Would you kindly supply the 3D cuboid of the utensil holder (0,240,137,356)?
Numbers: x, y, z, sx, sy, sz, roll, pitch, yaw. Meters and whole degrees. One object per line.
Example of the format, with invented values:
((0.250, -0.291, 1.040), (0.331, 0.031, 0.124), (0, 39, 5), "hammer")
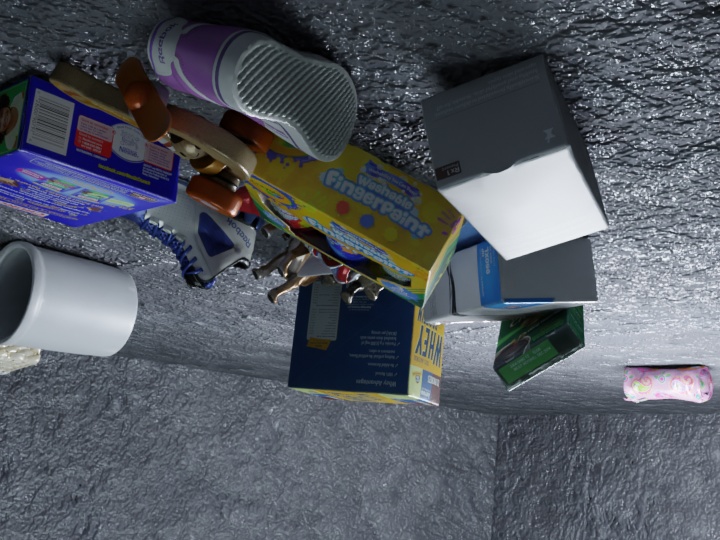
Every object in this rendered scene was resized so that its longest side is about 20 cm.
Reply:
((-0.502, 0.053, 1.436), (0.169, 0.172, 0.199), (-6, 165, 41), "utensil holder")

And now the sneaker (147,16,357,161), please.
((-0.082, -0.147, 0.662), (0.114, 0.073, 0.200), (21, 180, 26), "sneaker")

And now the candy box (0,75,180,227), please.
((-0.305, -0.110, 0.854), (0.199, 0.078, 0.168), (-8, 162, 41), "candy box")

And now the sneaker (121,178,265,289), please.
((-0.207, -0.039, 1.022), (0.198, 0.116, 0.080), (13, 164, -28), "sneaker")

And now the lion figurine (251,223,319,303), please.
((-0.072, -0.029, 1.088), (0.122, 0.073, 0.200), (-33, 173, -25), "lion figurine")

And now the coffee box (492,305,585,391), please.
((0.247, 0.081, 1.176), (0.123, 0.044, 0.200), (-35, -173, 23), "coffee box")

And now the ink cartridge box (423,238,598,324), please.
((0.186, 0.016, 1.113), (0.143, 0.085, 0.200), (0, 170, -25), "ink cartridge box")

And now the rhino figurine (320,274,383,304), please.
((0.000, 0.000, 1.156), (0.060, 0.087, 0.200), (56, 159, -11), "rhino figurine")

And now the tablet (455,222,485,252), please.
((0.098, -0.050, 1.070), (0.129, 0.014, 0.200), (5, 167, 2), "tablet")

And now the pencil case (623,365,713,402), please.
((0.707, 0.264, 1.976), (0.199, 0.088, 0.087), (-8, 161, 43), "pencil case")

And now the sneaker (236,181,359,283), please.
((-0.061, -0.045, 0.938), (0.198, 0.114, 0.071), (2, 166, 13), "sneaker")

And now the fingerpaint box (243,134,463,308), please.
((-0.008, -0.054, 0.811), (0.199, 0.074, 0.167), (29, 169, 8), "fingerpaint box")

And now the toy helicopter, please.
((-0.175, -0.125, 0.691), (0.199, 0.079, 0.132), (25, 175, 15), "toy helicopter")

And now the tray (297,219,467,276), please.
((0.020, -0.034, 0.993), (0.199, 0.107, 0.022), (-6, 118, 41), "tray")

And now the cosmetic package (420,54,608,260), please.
((0.135, -0.084, 0.713), (0.106, 0.091, 0.200), (-17, 156, 18), "cosmetic package")

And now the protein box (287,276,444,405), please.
((0.015, 0.092, 1.293), (0.197, 0.202, 0.135), (0, 166, 25), "protein box")

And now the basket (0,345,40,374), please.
((-0.669, 0.070, 1.505), (0.160, 0.200, 0.199), (-9, 160, 42), "basket")
